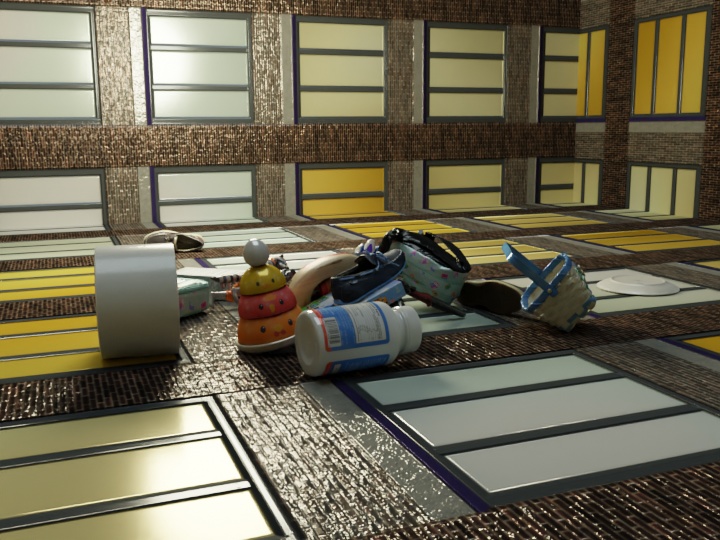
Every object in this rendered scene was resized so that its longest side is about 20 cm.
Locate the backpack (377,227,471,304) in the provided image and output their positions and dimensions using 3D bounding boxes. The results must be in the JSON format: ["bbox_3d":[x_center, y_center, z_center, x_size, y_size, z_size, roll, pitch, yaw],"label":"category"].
[{"bbox_3d":[0.152,-0.008,1.806,0.200,0.127,0.167,34,24,29],"label":"backpack"}]

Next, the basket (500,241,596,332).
[{"bbox_3d":[0.372,0.019,1.610,0.200,0.139,0.176,35,14,-2],"label":"basket"}]

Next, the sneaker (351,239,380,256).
[{"bbox_3d":[0.000,0.000,1.813,0.080,0.147,0.200,12,7,4],"label":"sneaker"}]

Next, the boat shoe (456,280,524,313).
[{"bbox_3d":[0.300,0.053,1.770,0.065,0.072,0.200,-9,8,-35],"label":"boat shoe"}]

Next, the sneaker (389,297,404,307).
[{"bbox_3d":[0.048,0.092,1.617,0.087,0.076,0.200,-21,12,-3],"label":"sneaker"}]

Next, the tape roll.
[{"bbox_3d":[-0.404,0.053,1.430,0.139,0.204,0.203,-3,10,-16],"label":"tape roll"}]

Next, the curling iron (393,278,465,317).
[{"bbox_3d":[0.143,0.063,1.644,0.200,0.026,0.050,26,0,-31],"label":"curling iron"}]

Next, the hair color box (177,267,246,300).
[{"bbox_3d":[-0.364,0.032,1.935,0.199,0.061,0.099,2,11,18],"label":"hair color box"}]

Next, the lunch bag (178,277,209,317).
[{"bbox_3d":[-0.444,0.056,1.754,0.199,0.077,0.160,5,12,28],"label":"lunch bag"}]

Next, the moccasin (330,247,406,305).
[{"bbox_3d":[0.020,-0.002,1.556,0.080,0.068,0.200,-5,23,42],"label":"moccasin"}]

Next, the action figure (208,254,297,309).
[{"bbox_3d":[-0.232,0.015,1.789,0.193,0.105,0.200,-32,1,-40],"label":"action figure"}]

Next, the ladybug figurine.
[{"bbox_3d":[-0.069,0.022,1.672,0.199,0.136,0.072,-17,42,-30],"label":"ladybug figurine"}]

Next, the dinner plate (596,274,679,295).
[{"bbox_3d":[0.698,0.033,1.991,0.199,0.024,0.200,-1,11,0],"label":"dinner plate"}]

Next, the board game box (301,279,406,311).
[{"bbox_3d":[-0.029,0.070,1.577,0.200,0.037,0.151,-27,18,-21],"label":"board game box"}]

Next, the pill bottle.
[{"bbox_3d":[-0.001,0.112,1.336,0.199,0.113,0.112,-5,11,-27],"label":"pill bottle"}]

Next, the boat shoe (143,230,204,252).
[{"bbox_3d":[-0.618,-0.095,2.626,0.199,0.072,0.065,3,4,-16],"label":"boat shoe"}]

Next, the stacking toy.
[{"bbox_3d":[-0.180,0.040,1.455,0.146,0.201,0.146,-13,13,3],"label":"stacking toy"}]
